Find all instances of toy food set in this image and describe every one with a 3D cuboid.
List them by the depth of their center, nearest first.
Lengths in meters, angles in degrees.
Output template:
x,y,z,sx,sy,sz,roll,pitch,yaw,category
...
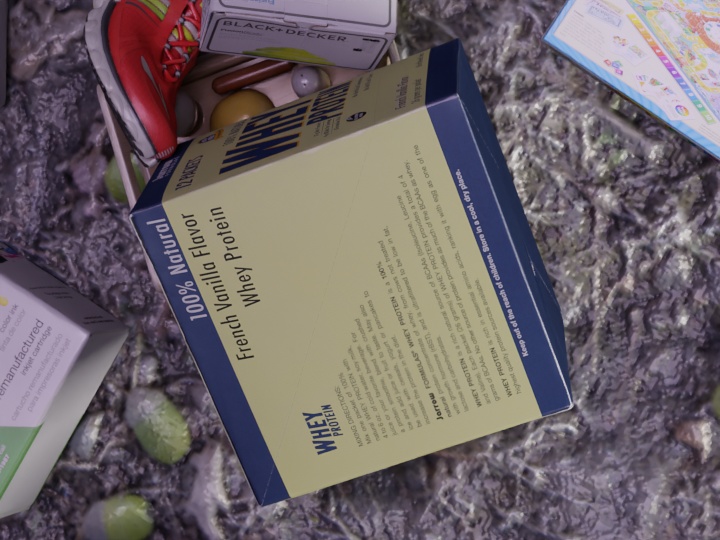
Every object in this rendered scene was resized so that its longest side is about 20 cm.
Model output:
x,y,z,sx,sy,sz,roll,pitch,yaw,category
-0.060,-0.085,1.072,0.198,0.060,0.145,-18,86,12,toy food set

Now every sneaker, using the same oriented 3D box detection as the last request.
x,y,z,sx,sy,sz,roll,pitch,yaw,category
-0.123,-0.151,1.038,0.084,0.077,0.201,-14,48,7,sneaker

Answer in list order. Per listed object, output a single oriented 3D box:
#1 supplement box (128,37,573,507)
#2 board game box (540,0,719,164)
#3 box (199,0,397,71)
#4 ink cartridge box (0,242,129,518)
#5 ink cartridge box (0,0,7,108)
x,y,z,sx,sy,sz,roll,pitch,yaw,category
0.000,0.000,0.992,0.198,0.134,0.202,-19,108,11,supplement box
0.231,-0.142,1.025,0.199,0.034,0.135,36,97,10,board game box
-0.037,-0.231,1.021,0.115,0.060,0.202,4,74,-13,box
-0.279,0.049,1.106,0.199,0.084,0.146,32,96,11,ink cartridge box
-0.350,-0.155,1.089,0.198,0.146,0.087,0,88,11,ink cartridge box
